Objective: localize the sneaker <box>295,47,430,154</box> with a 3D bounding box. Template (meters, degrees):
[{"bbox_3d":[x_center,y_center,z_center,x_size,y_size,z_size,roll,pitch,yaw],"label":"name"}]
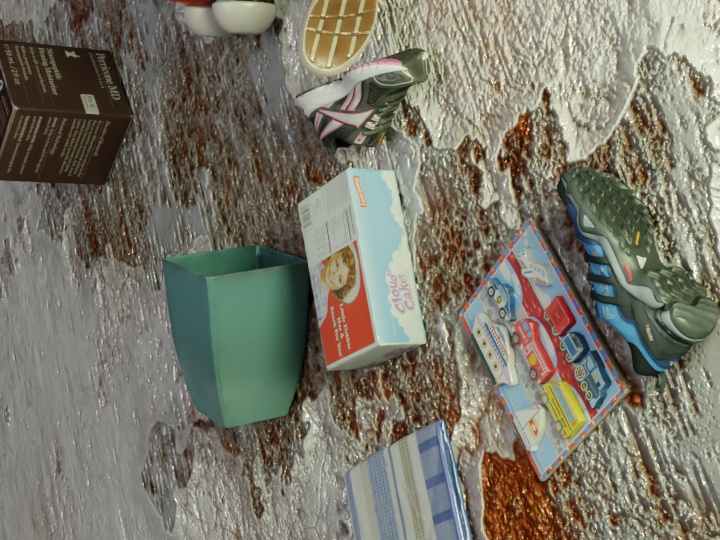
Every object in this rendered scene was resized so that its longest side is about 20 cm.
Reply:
[{"bbox_3d":[0.014,-0.182,1.389,0.200,0.080,0.087,-13,100,58],"label":"sneaker"}]

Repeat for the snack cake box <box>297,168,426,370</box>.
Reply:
[{"bbox_3d":[0.000,0.000,1.402,0.115,0.067,0.201,-29,67,52],"label":"snack cake box"}]

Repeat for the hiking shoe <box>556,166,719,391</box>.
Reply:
[{"bbox_3d":[0.211,-0.002,1.062,0.087,0.074,0.200,-59,44,38],"label":"hiking shoe"}]

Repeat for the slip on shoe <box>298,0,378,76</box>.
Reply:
[{"bbox_3d":[-0.020,-0.290,1.380,0.061,0.076,0.201,130,156,-65],"label":"slip on shoe"}]

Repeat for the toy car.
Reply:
[{"bbox_3d":[-0.196,-0.393,1.624,0.200,0.149,0.176,13,101,57],"label":"toy car"}]

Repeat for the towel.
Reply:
[{"bbox_3d":[0.049,0.260,1.371,0.200,0.024,0.148,-39,56,49],"label":"towel"}]

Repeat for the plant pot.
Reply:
[{"bbox_3d":[-0.152,0.084,1.585,0.141,0.141,0.201,16,112,56],"label":"plant pot"}]

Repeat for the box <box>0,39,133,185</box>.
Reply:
[{"bbox_3d":[-0.506,-0.256,2.068,0.164,0.199,0.166,-58,45,40],"label":"box"}]

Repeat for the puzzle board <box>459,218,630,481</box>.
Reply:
[{"bbox_3d":[0.164,0.075,1.192,0.151,0.017,0.201,-57,45,41],"label":"puzzle board"}]
